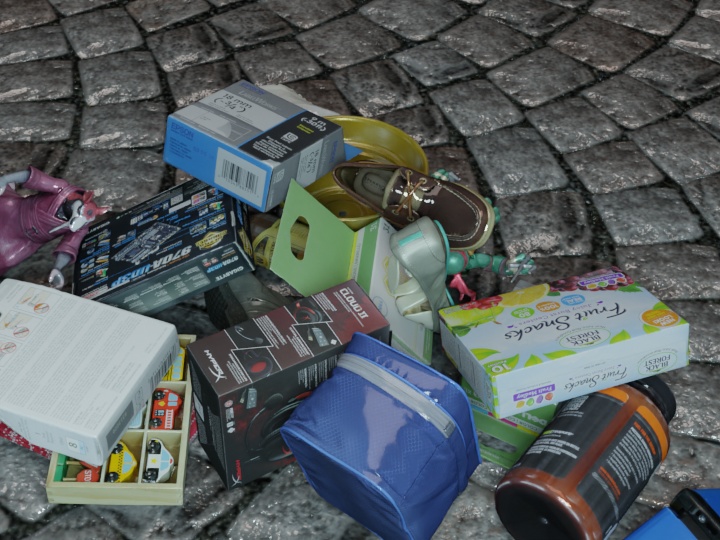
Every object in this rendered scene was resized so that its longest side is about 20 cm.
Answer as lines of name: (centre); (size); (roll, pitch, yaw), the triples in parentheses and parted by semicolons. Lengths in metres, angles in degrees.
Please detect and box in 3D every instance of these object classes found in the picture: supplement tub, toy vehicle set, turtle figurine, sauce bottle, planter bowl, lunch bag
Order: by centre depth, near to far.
lunch bag: (0.031, 0.154, 1.015); (0.136, 0.200, 0.132); (30, 69, 24)
supplement tub: (0.220, 0.175, 1.056); (0.107, 0.107, 0.200); (30, 50, 26)
toy vehicle set: (-0.229, 0.141, 1.108); (0.124, 0.027, 0.200); (1, 42, -5)
turtle figurine: (0.113, -0.043, 1.256); (0.101, 0.150, 0.200); (-36, 16, 15)
sauce bottle: (-0.091, -0.028, 1.294); (0.200, 0.065, 0.065); (19, 46, 20)
planter bowl: (-0.020, -0.094, 1.349); (0.200, 0.084, 0.201); (1, 43, -1)

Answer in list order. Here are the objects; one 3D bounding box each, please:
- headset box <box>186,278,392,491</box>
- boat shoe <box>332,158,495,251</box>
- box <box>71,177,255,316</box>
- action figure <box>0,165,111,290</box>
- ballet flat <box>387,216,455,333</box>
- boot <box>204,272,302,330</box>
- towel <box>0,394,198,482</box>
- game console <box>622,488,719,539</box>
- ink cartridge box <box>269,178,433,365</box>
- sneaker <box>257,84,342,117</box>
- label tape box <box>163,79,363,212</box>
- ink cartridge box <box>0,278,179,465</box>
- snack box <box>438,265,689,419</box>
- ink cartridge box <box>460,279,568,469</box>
headset box: (-0.058, 0.106, 1.091); (0.200, 0.149, 0.075); (-21, 49, -23)
boat shoe: (0.050, -0.075, 1.190); (0.200, 0.072, 0.072); (30, 13, 39)
box: (-0.217, -0.023, 1.231); (0.200, 0.046, 0.159); (-24, 37, 7)
action figure: (-0.355, -0.052, 1.265); (0.200, 0.134, 0.149); (-11, 13, 23)
ballet flat: (0.060, 0.016, 1.140); (0.064, 0.200, 0.067); (-24, 58, -6)
boot: (-0.096, 0.038, 1.238); (0.130, 0.068, 0.200); (-1, 41, -21)
towel: (-0.263, 0.145, 1.136); (0.200, 0.023, 0.145); (21, 45, 17)
game console: (0.331, 0.301, 0.991); (0.171, 0.118, 0.200); (8, 33, -41)
ink cartridge box: (0.000, 0.000, 1.187); (0.048, 0.200, 0.146); (-28, 34, 30)
sneaker: (-0.082, -0.208, 1.475); (0.200, 0.073, 0.085); (16, 48, 17)
label tape box: (-0.102, -0.154, 1.271); (0.144, 0.063, 0.200); (28, 38, 20)
ink cartridge box: (-0.302, 0.094, 1.103); (0.200, 0.047, 0.160); (14, 43, 14)
snack box: (0.194, 0.065, 1.095); (0.200, 0.053, 0.142); (-14, 28, -13)
ink cartridge box: (0.168, 0.105, 1.161); (0.104, 0.059, 0.200); (22, 47, 21)
